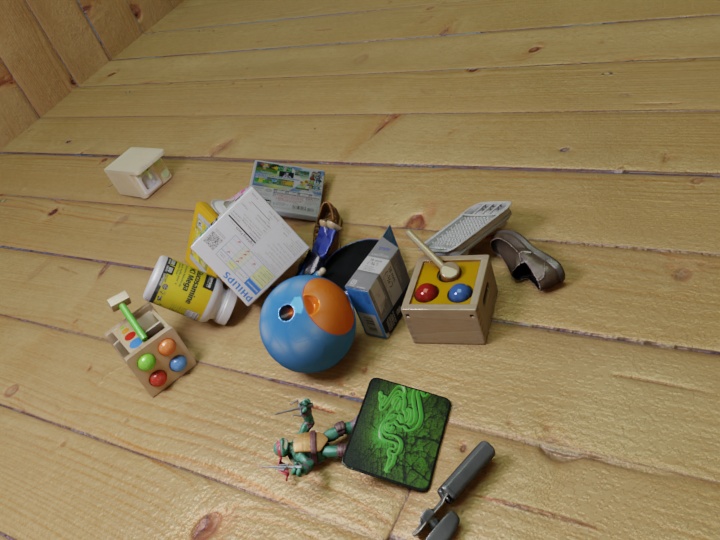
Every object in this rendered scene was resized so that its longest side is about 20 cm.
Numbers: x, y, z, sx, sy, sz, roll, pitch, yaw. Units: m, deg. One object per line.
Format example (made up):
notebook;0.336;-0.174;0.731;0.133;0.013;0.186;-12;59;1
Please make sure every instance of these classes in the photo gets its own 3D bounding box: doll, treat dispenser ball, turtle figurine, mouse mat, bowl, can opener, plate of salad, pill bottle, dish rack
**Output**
doll;-0.113;-0.021;1.747;0.136;0.048;0.201;15;78;61
treat dispenser ball;-0.108;0.110;1.516;0.200;0.202;0.202;-14;39;11
turtle figurine;-0.088;0.313;1.354;0.199;0.101;0.150;-5;57;-5
mouse mat;0.068;0.290;1.330;0.160;0.008;0.201;15;47;9
bowl;0.000;0.000;1.721;0.199;0.040;0.201;-13;40;11
can opener;0.161;0.373;1.213;0.067;0.053;0.200;42;67;15
plate of salad;-0.304;-0.125;1.928;0.048;0.199;0.200;-60;37;15
pill bottle;-0.395;0.052;1.725;0.113;0.199;0.113;-56;19;32
dish rack;0.241;-0.085;1.661;0.200;0.044;0.171;-36;16;-16

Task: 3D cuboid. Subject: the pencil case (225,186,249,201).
pencil case;-0.305;-0.194;2.059;0.199;0.088;0.087;-31;39;-12

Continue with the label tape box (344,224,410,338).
label tape box;0.061;0.021;1.580;0.063;0.145;0.200;10;49;34

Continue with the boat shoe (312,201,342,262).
boat shoe;-0.091;-0.096;1.854;0.072;0.068;0.201;-11;40;14

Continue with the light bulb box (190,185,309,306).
light bulb box;-0.261;-0.061;1.738;0.200;0.198;0.125;-43;11;-2

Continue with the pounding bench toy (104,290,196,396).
pounding bench toy;-0.484;0.155;1.651;0.124;0.201;0.156;-37;40;-18

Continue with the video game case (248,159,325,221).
video game case;-0.202;-0.219;2.002;0.199;0.022;0.183;8;50;-4

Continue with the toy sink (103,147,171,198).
toy sink;-0.701;-0.313;2.373;0.199;0.112;0.130;10;48;41

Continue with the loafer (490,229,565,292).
loafer;0.337;-0.022;1.551;0.071;0.073;0.200;-35;39;-15

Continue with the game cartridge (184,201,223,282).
game cartridge;-0.390;-0.061;1.892;0.032;0.177;0.200;3;23;-34

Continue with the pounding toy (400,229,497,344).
pounding toy;0.173;0.029;1.518;0.183;0.143;0.201;-1;43;24
